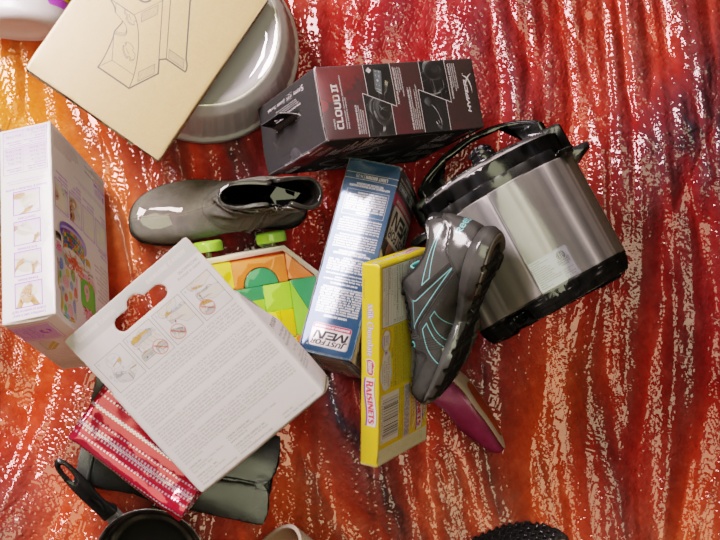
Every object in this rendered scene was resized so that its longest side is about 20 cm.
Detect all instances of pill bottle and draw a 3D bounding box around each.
[{"bbox_3d":[-0.348,-0.346,1.448,0.103,0.104,0.203,1,84,-6],"label":"pill bottle"}]

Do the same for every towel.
[{"bbox_3d":[-0.175,0.127,1.403,0.144,0.022,0.201,37,80,-5],"label":"towel"}]

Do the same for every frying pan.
[{"bbox_3d":[-0.245,0.275,1.424,0.189,0.031,0.116,29,103,-7],"label":"frying pan"}]

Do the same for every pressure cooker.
[{"bbox_3d":[0.160,-0.049,1.434,0.175,0.178,0.201,-26,84,-41],"label":"pressure cooker"}]

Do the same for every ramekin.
[{"bbox_3d":[-0.161,-0.238,1.463,0.200,0.094,0.205,1,85,-6],"label":"ramekin"}]

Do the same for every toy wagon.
[{"bbox_3d":[-0.092,0.038,1.462,0.198,0.040,0.157,-9,94,-12],"label":"toy wagon"}]

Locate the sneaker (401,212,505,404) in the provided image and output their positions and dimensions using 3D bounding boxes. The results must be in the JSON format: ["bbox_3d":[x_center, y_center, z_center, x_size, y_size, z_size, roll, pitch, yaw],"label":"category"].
[{"bbox_3d":[0.078,0.035,1.366,0.079,0.075,0.202,25,115,17],"label":"sneaker"}]

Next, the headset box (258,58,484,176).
[{"bbox_3d":[-0.001,-0.153,1.416,0.198,0.149,0.078,-7,83,-26],"label":"headset box"}]

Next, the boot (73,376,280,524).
[{"bbox_3d":[-0.176,0.162,1.437,0.198,0.066,0.167,13,94,0],"label":"boot"}]

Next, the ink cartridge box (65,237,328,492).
[{"bbox_3d":[-0.153,0.087,1.337,0.162,0.057,0.200,-39,98,10],"label":"ink cartridge box"}]

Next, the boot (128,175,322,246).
[{"bbox_3d":[-0.141,-0.071,1.431,0.197,0.131,0.069,-7,86,-6],"label":"boot"}]

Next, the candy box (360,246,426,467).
[{"bbox_3d":[0.034,0.084,1.391,0.026,0.102,0.203,7,103,28],"label":"candy box"}]

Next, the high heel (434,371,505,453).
[{"bbox_3d":[0.062,0.132,1.480,0.096,0.067,0.200,-40,89,11],"label":"high heel"}]

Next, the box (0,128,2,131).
[{"bbox_3d":[-0.425,-0.055,1.409,0.100,0.113,0.202,10,83,-4],"label":"box"}]

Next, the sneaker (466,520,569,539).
[{"bbox_3d":[0.130,0.334,1.465,0.198,0.070,0.094,-21,105,-10],"label":"sneaker"}]

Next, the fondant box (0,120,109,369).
[{"bbox_3d":[-0.297,-0.022,1.374,0.058,0.144,0.202,-11,67,8],"label":"fondant box"}]

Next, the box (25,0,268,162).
[{"bbox_3d":[-0.212,-0.235,1.399,0.163,0.021,0.201,34,83,-2],"label":"box"}]

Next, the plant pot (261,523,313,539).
[{"bbox_3d":[-0.031,0.383,1.392,0.199,0.187,0.189,33,82,-16],"label":"plant pot"}]

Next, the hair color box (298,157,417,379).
[{"bbox_3d":[0.000,0.000,1.418,0.060,0.100,0.202,12,78,15],"label":"hair color box"}]
